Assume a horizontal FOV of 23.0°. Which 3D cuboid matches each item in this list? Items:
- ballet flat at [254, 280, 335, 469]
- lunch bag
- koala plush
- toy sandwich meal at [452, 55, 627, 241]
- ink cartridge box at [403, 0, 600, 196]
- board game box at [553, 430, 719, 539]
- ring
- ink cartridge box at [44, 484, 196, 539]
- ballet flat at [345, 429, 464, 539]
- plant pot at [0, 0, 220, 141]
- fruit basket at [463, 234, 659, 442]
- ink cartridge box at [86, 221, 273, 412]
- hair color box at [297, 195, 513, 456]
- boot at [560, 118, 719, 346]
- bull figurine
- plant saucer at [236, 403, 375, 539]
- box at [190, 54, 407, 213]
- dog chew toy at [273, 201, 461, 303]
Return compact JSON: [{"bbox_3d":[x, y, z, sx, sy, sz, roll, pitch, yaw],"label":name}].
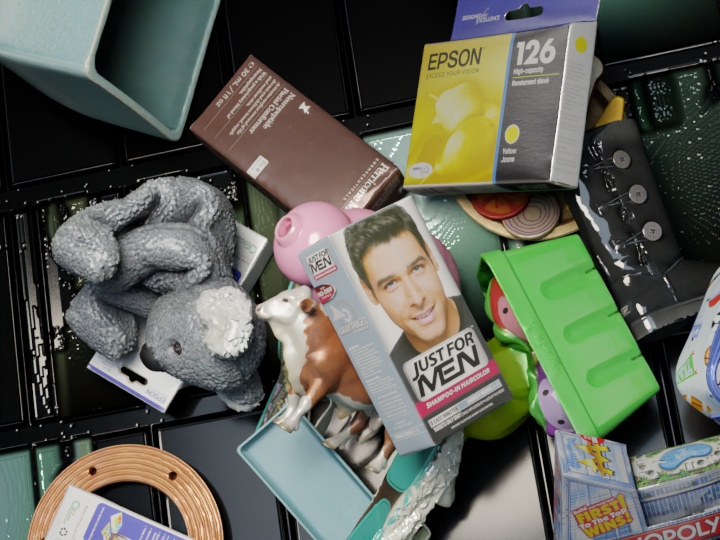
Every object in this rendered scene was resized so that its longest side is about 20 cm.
[{"bbox_3d":[-0.050,0.101,1.689,0.072,0.072,0.201,12,85,15],"label":"ballet flat"},{"bbox_3d":[0.380,0.091,1.553,0.200,0.076,0.161,30,70,-17],"label":"lunch bag"},{"bbox_3d":[-0.156,0.030,1.635,0.184,0.178,0.200,-31,61,-19],"label":"koala plush"},{"bbox_3d":[0.169,-0.129,1.700,0.205,0.070,0.206,-3,75,11],"label":"toy sandwich meal"},{"bbox_3d":[0.130,-0.172,1.645,0.197,0.047,0.201,-1,81,50],"label":"ink cartridge box"},{"bbox_3d":[0.244,0.217,1.536,0.199,0.200,0.062,-16,34,8],"label":"board game box"},{"bbox_3d":[-0.226,0.269,1.711,0.200,0.019,0.201,-3,75,10],"label":"ring"},{"bbox_3d":[-0.207,0.284,1.675,0.200,0.037,0.095,21,80,18],"label":"ink cartridge box"},{"bbox_3d":[0.045,0.214,1.617,0.072,0.072,0.200,35,94,18],"label":"ballet flat"},{"bbox_3d":[-0.282,-0.263,1.775,0.199,0.196,0.197,10,78,25],"label":"plant pot"},{"bbox_3d":[0.143,0.089,1.615,0.215,0.156,0.216,0,80,1],"label":"fruit basket"},{"bbox_3d":[-0.177,0.036,1.749,0.099,0.039,0.200,29,82,17],"label":"ink cartridge box"},{"bbox_3d":[0.039,0.048,1.540,0.099,0.061,0.200,-27,90,-34],"label":"hair color box"},{"bbox_3d":[0.277,-0.046,1.631,0.164,0.066,0.200,-15,71,-27],"label":"boot"},{"bbox_3d":[-0.022,0.097,1.592,0.065,0.200,0.122,22,84,55],"label":"bull figurine"},{"bbox_3d":[-0.025,0.218,1.648,0.070,0.019,0.200,-41,92,0],"label":"plant saucer"},{"bbox_3d":[-0.060,-0.110,1.744,0.200,0.075,0.100,38,86,16],"label":"box"},{"bbox_3d":[0.000,0.000,1.635,0.124,0.200,0.125,-27,49,36],"label":"dog chew toy"}]
